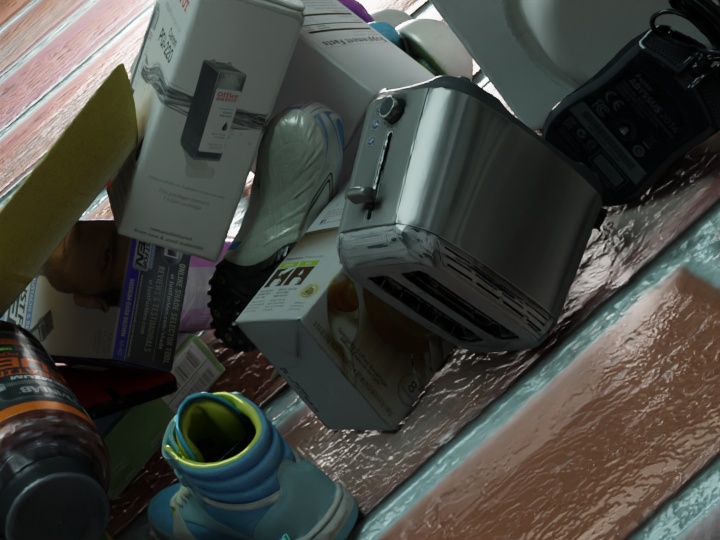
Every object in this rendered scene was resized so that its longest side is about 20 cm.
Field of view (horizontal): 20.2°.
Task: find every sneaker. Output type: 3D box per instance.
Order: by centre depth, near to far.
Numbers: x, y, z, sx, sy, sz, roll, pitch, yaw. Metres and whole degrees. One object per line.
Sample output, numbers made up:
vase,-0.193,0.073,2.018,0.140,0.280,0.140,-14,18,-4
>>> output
sneaker,-0.102,0.134,1.364,0.200,0.131,0.080,-10,39,48
sneaker,-0.056,-0.029,1.492,0.072,0.072,0.200,-16,-50,-59

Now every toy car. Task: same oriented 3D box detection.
toy car,-0.016,-0.173,1.748,0.175,0.150,0.200,-42,25,-8

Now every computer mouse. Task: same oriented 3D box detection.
computer mouse,0.209,-0.113,1.394,0.200,0.139,0.053,-33,7,44

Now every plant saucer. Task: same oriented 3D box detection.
plant saucer,-0.236,-0.034,1.465,0.200,0.048,0.200,-57,9,-29

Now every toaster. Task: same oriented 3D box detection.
toaster,0.075,-0.030,1.360,0.114,0.200,0.129,-5,58,50

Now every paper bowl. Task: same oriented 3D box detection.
paper bowl,0.198,-0.203,1.440,0.201,0.201,0.104,-24,27,29

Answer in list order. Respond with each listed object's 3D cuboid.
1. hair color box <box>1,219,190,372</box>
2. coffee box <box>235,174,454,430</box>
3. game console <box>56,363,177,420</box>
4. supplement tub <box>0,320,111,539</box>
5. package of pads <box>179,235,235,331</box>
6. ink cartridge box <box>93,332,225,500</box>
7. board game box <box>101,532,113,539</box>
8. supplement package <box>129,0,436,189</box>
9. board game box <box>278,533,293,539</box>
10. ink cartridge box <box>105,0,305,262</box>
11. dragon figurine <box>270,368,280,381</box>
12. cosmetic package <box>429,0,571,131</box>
hair color box,-0.220,0.018,1.585,0.200,0.065,0.109,0,79,46
coffee box,0.021,0.003,1.438,0.080,0.114,0.200,-5,41,51
game console,-0.251,0.148,1.574,0.172,0.119,0.200,-17,12,-37
supplement tub,-0.233,0.119,1.378,0.107,0.107,0.200,-40,36,-4
package of pads,-0.166,0.002,1.689,0.200,0.120,0.076,13,100,59
ink cartridge box,-0.219,0.110,1.663,0.200,0.048,0.146,2,46,54
board game box,-0.195,0.250,1.418,0.096,0.030,0.200,-40,27,-4
supplement package,-0.058,-0.153,1.613,0.120,0.200,0.121,-15,-39,-59
board game box,-0.061,0.256,1.198,0.152,0.045,0.200,-41,24,-3
ink cartridge box,-0.119,-0.130,1.492,0.146,0.085,0.200,-119,48,-64
dragon figurine,0.000,0.000,1.535,0.059,0.099,0.200,-5,65,50
cosmetic package,0.181,-0.247,1.586,0.200,0.166,0.167,-25,28,30
